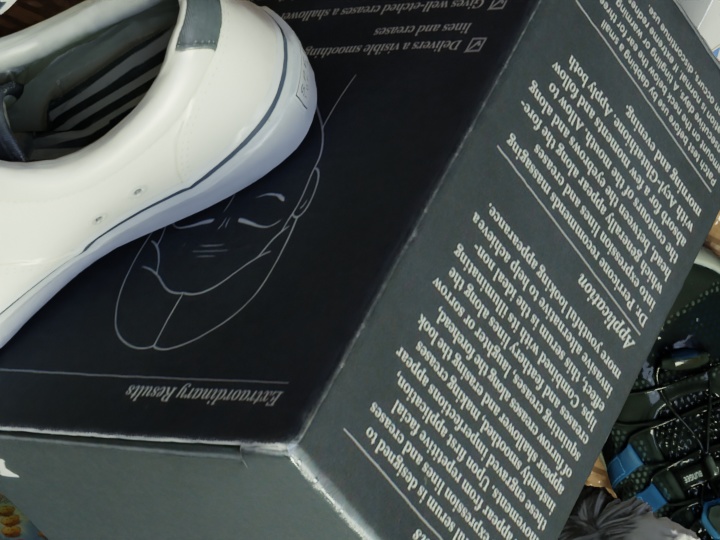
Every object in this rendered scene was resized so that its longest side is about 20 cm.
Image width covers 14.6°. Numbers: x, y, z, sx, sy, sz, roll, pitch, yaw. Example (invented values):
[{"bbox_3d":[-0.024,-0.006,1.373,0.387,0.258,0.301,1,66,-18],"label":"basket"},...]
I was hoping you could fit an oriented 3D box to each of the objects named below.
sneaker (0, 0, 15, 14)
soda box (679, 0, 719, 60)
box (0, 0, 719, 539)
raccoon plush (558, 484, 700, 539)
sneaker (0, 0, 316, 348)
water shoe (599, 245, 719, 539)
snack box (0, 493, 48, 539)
[{"bbox_3d":[-0.168,-0.061,0.783,0.070,0.199,0.109,43,70,-27],"label":"sneaker"},{"bbox_3d":[0.081,-0.038,0.930,0.068,0.064,0.201,13,107,-52],"label":"soda box"},{"bbox_3d":[0.000,0.000,0.819,0.107,0.148,0.201,50,58,-34],"label":"box"},{"bbox_3d":[0.052,0.140,0.934,0.097,0.199,0.134,-51,124,-20],"label":"raccoon plush"},{"bbox_3d":[-0.110,-0.025,0.784,0.199,0.073,0.071,-33,143,13],"label":"sneaker"},{"bbox_3d":[0.128,0.085,0.987,0.071,0.079,0.201,-17,111,-8],"label":"water shoe"},{"bbox_3d":[-0.126,0.092,0.903,0.198,0.072,0.025,-9,108,-10],"label":"snack box"}]
